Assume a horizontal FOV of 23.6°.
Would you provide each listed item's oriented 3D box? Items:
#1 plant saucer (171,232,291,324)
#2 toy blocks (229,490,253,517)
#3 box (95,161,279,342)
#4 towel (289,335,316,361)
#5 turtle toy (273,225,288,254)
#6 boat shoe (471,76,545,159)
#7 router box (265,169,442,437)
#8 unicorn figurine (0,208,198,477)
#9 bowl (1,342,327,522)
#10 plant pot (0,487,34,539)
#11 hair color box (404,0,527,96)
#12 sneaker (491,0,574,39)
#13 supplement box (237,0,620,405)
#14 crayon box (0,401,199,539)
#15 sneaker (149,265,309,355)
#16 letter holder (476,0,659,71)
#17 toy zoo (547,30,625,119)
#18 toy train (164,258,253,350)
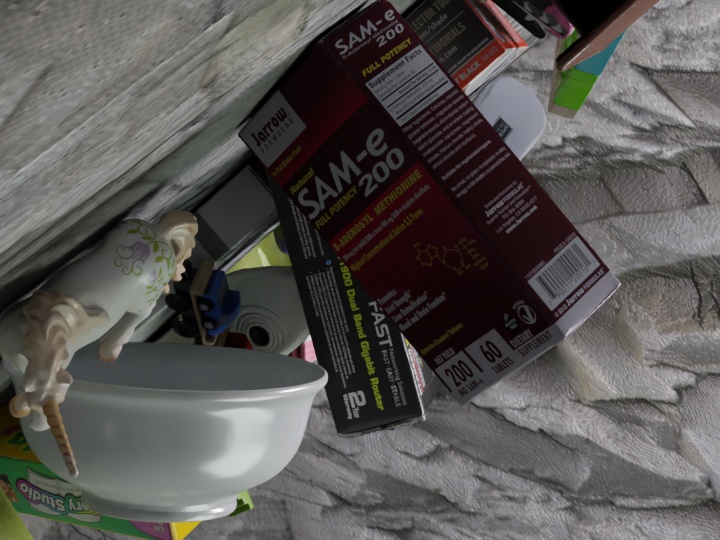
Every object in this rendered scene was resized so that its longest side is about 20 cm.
[{"bbox_3d":[-0.117,0.050,1.495,0.200,0.031,0.201,-35,132,-52],"label":"plant saucer"},{"bbox_3d":[-0.185,0.141,1.519,0.100,0.201,0.137,-24,176,28],"label":"toy blocks"},{"bbox_3d":[-0.123,-0.004,1.242,0.200,0.041,0.156,-42,179,13],"label":"box"},{"bbox_3d":[0.015,-0.022,1.342,0.146,0.030,0.201,-8,121,-51],"label":"towel"},{"bbox_3d":[-0.019,-0.052,1.416,0.146,0.101,0.200,-64,174,7],"label":"turtle toy"},{"bbox_3d":[0.061,-0.070,1.160,0.066,0.070,0.200,-40,-173,36],"label":"boat shoe"},{"bbox_3d":[0.000,0.000,1.175,0.062,0.201,0.150,-15,-176,10],"label":"router box"},{"bbox_3d":[-0.151,0.030,0.900,0.137,0.074,0.200,-42,-165,53],"label":"unicorn figurine"},{"bbox_3d":[-0.122,0.100,1.059,0.200,0.091,0.201,4,-176,0],"label":"bowl"},{"bbox_3d":[-0.267,0.215,1.088,0.200,0.184,0.200,-41,180,0],"label":"plant pot"},{"bbox_3d":[0.050,-0.139,1.183,0.111,0.064,0.200,-40,179,13],"label":"hair color box"},{"bbox_3d":[0.117,-0.202,1.074,0.086,0.080,0.200,-53,-173,5],"label":"sneaker"},{"bbox_3d":[0.034,-0.035,0.938,0.061,0.200,0.109,-39,179,-37],"label":"supplement box"},{"bbox_3d":[-0.182,0.130,1.334,0.199,0.058,0.173,6,-154,28],"label":"crayon box"},{"bbox_3d":[-0.084,0.028,1.278,0.200,0.073,0.112,-30,-170,39],"label":"sneaker"},{"bbox_3d":[0.125,-0.181,0.721,0.200,0.101,0.142,-41,178,28],"label":"letter holder"},{"bbox_3d":[0.169,-0.208,1.110,0.200,0.020,0.132,115,-11,-52],"label":"toy zoo"},{"bbox_3d":[-0.095,0.063,1.193,0.200,0.046,0.034,79,21,-49],"label":"toy train"}]
